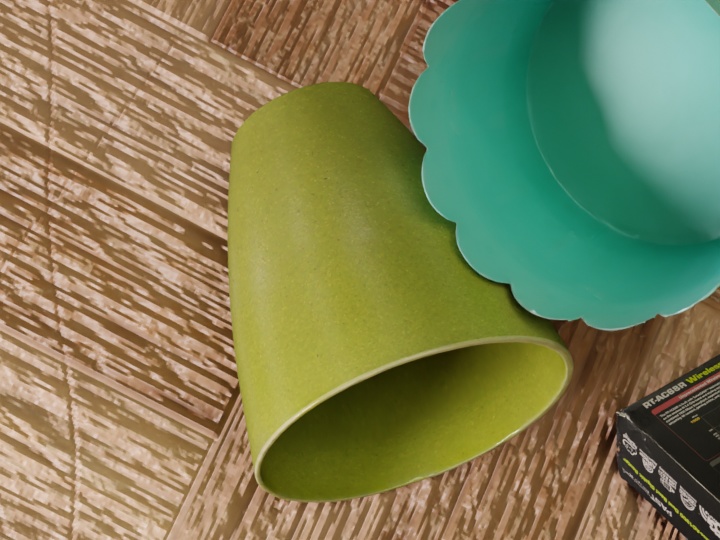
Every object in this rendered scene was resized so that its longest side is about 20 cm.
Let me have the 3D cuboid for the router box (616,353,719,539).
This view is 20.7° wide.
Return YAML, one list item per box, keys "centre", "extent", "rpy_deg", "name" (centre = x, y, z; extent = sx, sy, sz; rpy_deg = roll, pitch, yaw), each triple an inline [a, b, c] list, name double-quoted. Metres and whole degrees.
- centre: [0.274, 0.103, 1.175]
  extent: [0.199, 0.062, 0.150]
  rpy_deg: [-26, 45, -20]
  name: "router box"

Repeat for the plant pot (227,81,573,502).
- centre: [0.000, 0.000, 1.126]
  extent: [0.186, 0.188, 0.201]
  rpy_deg: [-12, 63, -18]
  name: "plant pot"

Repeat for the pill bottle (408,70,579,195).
- centre: [0.135, -0.070, 1.204]
  extent: [0.199, 0.111, 0.112]
  rpy_deg: [27, 69, -6]
  name: "pill bottle"

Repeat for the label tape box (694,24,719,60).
- centre: [0.206, -0.141, 1.198]
  extent: [0.144, 0.066, 0.200]
  rpy_deg: [53, 27, 14]
  name: "label tape box"

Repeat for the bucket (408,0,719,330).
- centre: [0.142, -0.080, 1.046]
  extent: [0.208, 0.207, 0.135]
  rpy_deg: [54, 31, 5]
  name: "bucket"
